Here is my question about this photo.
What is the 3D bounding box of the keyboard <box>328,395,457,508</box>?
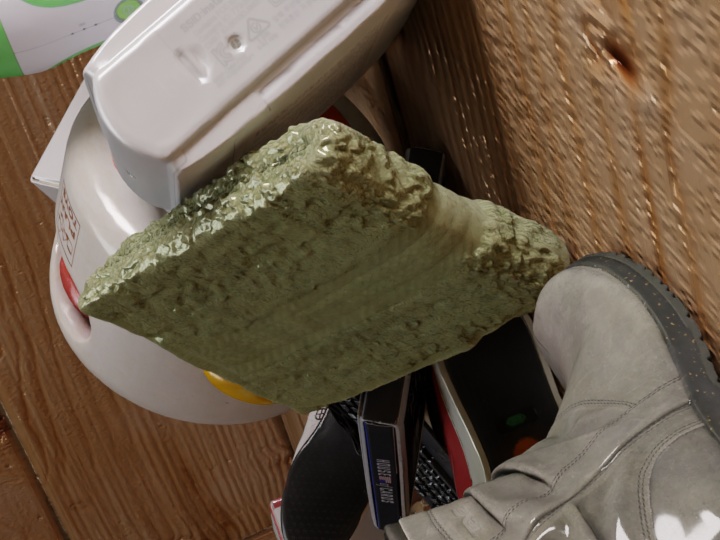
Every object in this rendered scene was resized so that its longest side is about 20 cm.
[{"bbox_3d":[0.013,0.107,1.091,0.127,0.021,0.200,17,152,48],"label":"keyboard"}]

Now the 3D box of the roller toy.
[{"bbox_3d":[-0.076,-0.023,0.900,0.181,0.200,0.140,28,139,6],"label":"roller toy"}]

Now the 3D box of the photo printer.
[{"bbox_3d":[-0.045,-0.099,0.747,0.070,0.166,0.200,48,173,0],"label":"photo printer"}]

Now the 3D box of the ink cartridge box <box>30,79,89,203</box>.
[{"bbox_3d":[-0.118,-0.068,1.172,0.084,0.146,0.200,11,157,35],"label":"ink cartridge box"}]

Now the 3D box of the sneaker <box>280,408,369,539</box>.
[{"bbox_3d":[-0.009,0.124,1.256,0.108,0.067,0.203,79,-158,-73],"label":"sneaker"}]

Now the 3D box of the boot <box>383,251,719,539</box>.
[{"bbox_3d":[0.063,0.066,0.555,0.200,0.130,0.068,-126,16,-62],"label":"boot"}]

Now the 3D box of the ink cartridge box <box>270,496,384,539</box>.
[{"bbox_3d":[0.005,0.212,1.367,0.200,0.143,0.084,98,150,-75],"label":"ink cartridge box"}]

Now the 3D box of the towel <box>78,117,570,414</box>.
[{"bbox_3d":[-0.022,0.004,0.721,0.200,0.148,0.037,-29,44,47],"label":"towel"}]

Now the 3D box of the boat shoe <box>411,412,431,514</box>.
[{"bbox_3d":[0.057,0.196,1.207,0.076,0.071,0.201,94,156,-74],"label":"boat shoe"}]

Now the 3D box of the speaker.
[{"bbox_3d":[-0.106,-0.166,0.830,0.088,0.199,0.089,158,90,-83],"label":"speaker"}]

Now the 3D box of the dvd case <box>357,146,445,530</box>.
[{"bbox_3d":[0.025,0.045,0.907,0.200,0.025,0.151,85,-166,-67],"label":"dvd case"}]

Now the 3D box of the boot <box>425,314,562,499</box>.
[{"bbox_3d":[0.081,0.120,0.848,0.144,0.072,0.202,94,161,-75],"label":"boot"}]
